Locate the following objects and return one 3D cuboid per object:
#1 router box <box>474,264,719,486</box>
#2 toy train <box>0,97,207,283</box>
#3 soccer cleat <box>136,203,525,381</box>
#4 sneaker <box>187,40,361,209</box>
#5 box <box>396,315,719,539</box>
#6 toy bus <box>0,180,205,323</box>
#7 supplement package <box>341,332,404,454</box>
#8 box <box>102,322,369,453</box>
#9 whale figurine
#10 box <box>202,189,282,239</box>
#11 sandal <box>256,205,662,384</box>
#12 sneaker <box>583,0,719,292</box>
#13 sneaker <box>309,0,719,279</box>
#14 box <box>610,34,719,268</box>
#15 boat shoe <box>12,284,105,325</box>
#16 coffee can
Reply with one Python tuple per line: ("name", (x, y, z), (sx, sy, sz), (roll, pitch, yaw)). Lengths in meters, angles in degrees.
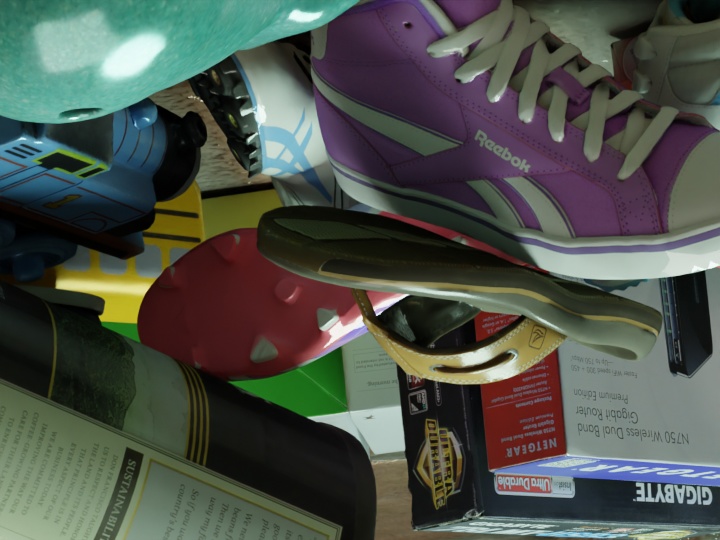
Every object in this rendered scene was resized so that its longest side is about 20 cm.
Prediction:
("router box", (0.134, 0.007, 1.217), (0.049, 0.181, 0.199), (-16, 164, 42))
("toy train", (-0.141, -0.052, 1.063), (0.113, 0.087, 0.200), (-17, 164, 20))
("soccer cleat", (0.000, 0.000, 1.103), (0.199, 0.067, 0.076), (-23, 166, 18))
("sneaker", (-0.023, -0.068, 1.100), (0.072, 0.072, 0.200), (-33, 160, 4))
("box", (0.096, 0.028, 1.243), (0.049, 0.200, 0.199), (-18, 161, 42))
("toy bus", (-0.170, -0.023, 1.182), (0.199, 0.079, 0.065), (5, 164, -38))
("supplement package", (0.092, 0.030, 1.455), (0.198, 0.112, 0.156), (-6, 167, 4))
("box", (-0.101, 0.069, 1.586), (0.198, 0.098, 0.177), (-7, 165, 1))
("whale figurine", (-0.073, -0.095, 0.851), (0.158, 0.105, 0.199), (-14, 165, 31))
("box", (-0.006, -0.017, 1.344), (0.198, 0.051, 0.075), (-7, 167, 10))
("sandal", (0.040, 0.018, 1.004), (0.081, 0.055, 0.199), (21, -177, 42))
("sneaker", (0.139, -0.069, 1.024), (0.200, 0.081, 0.077), (-47, -174, 40))
("sneaker", (0.063, -0.066, 0.968), (0.199, 0.073, 0.115), (12, 132, 28))
("box", (0.209, -0.053, 1.172), (0.102, 0.095, 0.199), (-15, 164, 33))
("boat shoe", (-0.210, 0.043, 1.134), (0.198, 0.062, 0.075), (-5, 165, -5))
("coffee can", (-0.114, 0.097, 1.051), (0.199, 0.147, 0.146), (26, 154, -26))
